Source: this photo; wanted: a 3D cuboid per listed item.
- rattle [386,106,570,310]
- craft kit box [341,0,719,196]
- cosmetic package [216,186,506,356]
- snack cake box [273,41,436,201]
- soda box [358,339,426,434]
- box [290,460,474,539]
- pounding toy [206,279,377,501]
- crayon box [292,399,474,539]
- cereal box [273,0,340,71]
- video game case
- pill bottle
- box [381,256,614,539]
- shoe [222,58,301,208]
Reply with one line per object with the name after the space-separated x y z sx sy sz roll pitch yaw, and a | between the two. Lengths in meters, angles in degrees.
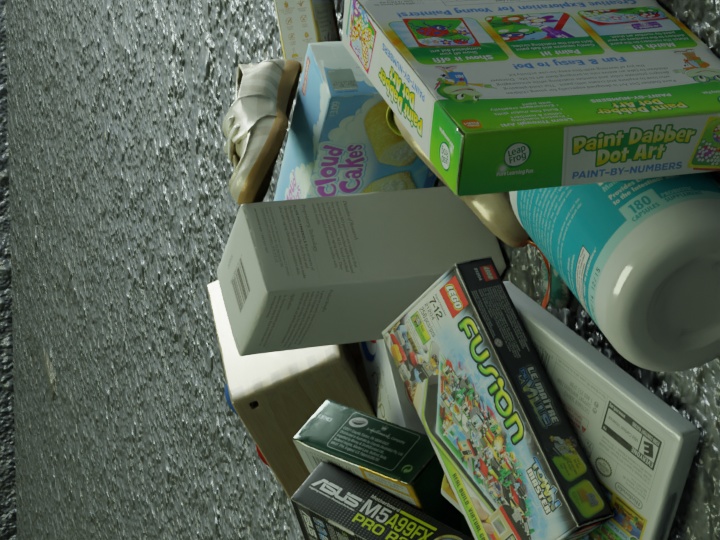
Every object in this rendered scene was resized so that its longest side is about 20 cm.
0.124 -0.083 1.395 0.200 0.143 0.130 51 178 32 | rattle
0.114 -0.117 1.159 0.198 0.199 0.049 -124 34 -54 | craft kit box
0.000 0.000 1.514 0.108 0.199 0.085 118 140 -54 | cosmetic package
0.002 -0.097 1.604 0.200 0.115 0.067 105 152 -47 | snack cake box
0.045 0.078 1.611 0.064 0.068 0.201 123 136 -62 | soda box
0.036 0.253 1.526 0.160 0.044 0.200 23 148 30 | box
-0.066 0.097 1.702 0.200 0.142 0.184 -108 -7 -49 | pounding toy
0.036 0.201 1.555 0.125 0.052 0.200 17 143 39 | crayon box
-0.056 -0.276 1.715 0.144 0.039 0.201 -36 -64 -80 | cereal box
0.139 0.133 1.336 0.200 0.023 0.183 40 129 41 | video game case
0.160 -0.036 1.184 0.200 0.110 0.111 -123 32 -50 | pill bottle
0.092 0.104 1.342 0.110 0.035 0.201 -46 62 49 | box
-0.087 -0.112 1.542 0.200 0.053 0.070 -80 8 -58 | shoe
